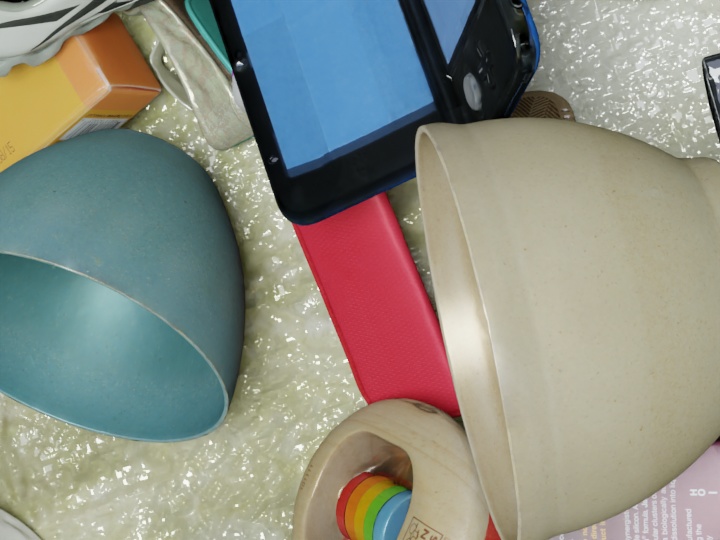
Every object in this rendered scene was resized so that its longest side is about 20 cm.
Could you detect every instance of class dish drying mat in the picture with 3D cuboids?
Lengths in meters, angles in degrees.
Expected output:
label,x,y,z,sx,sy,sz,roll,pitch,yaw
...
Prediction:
label,x,y,z,sx,sy,sz,roll,pitch,yaw
dish drying mat,0.000,0.000,0.882,0.077,0.018,0.201,-12,106,39

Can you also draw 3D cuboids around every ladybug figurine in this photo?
label,x,y,z,sx,sy,sz,roll,pitch,yaw
ladybug figurine,0.028,0.146,0.847,0.072,0.200,0.136,26,88,-25

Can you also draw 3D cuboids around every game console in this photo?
label,x,y,z,sx,sy,sz,roll,pitch,yaw
game console,-0.008,-0.149,0.758,0.118,0.171,0.201,-17,77,-11

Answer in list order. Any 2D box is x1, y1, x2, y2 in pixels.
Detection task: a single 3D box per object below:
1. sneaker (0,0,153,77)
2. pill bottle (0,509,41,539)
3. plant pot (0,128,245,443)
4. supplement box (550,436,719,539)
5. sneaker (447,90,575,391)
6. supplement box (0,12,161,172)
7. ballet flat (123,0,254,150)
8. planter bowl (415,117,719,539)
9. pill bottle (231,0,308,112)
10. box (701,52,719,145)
label,x,y,z,sx,sy,sz,roll,pitch,yaw
sneaker,-0.150,-0.192,0.864,0.200,0.089,0.074,-41,82,-16
pill bottle,-0.290,0.253,0.964,0.111,0.111,0.200,45,101,12
plant pot,-0.151,-0.005,0.900,0.199,0.200,0.135,10,57,17
supplement box,0.193,0.130,0.819,0.199,0.110,0.086,-2,88,17
sneaker,0.095,0.000,0.879,0.070,0.109,0.201,2,60,19
supplement box,-0.225,-0.083,0.956,0.200,0.069,0.067,-36,80,21
ballet flat,-0.124,-0.164,0.943,0.062,0.067,0.201,-38,77,33
planter bowl,0.112,0.018,0.697,0.134,0.200,0.201,-12,86,-3
pill bottle,-0.025,-0.193,0.885,0.104,0.104,0.201,-4,80,17
box,0.230,-0.036,0.761,0.078,0.200,0.142,-12,86,14
